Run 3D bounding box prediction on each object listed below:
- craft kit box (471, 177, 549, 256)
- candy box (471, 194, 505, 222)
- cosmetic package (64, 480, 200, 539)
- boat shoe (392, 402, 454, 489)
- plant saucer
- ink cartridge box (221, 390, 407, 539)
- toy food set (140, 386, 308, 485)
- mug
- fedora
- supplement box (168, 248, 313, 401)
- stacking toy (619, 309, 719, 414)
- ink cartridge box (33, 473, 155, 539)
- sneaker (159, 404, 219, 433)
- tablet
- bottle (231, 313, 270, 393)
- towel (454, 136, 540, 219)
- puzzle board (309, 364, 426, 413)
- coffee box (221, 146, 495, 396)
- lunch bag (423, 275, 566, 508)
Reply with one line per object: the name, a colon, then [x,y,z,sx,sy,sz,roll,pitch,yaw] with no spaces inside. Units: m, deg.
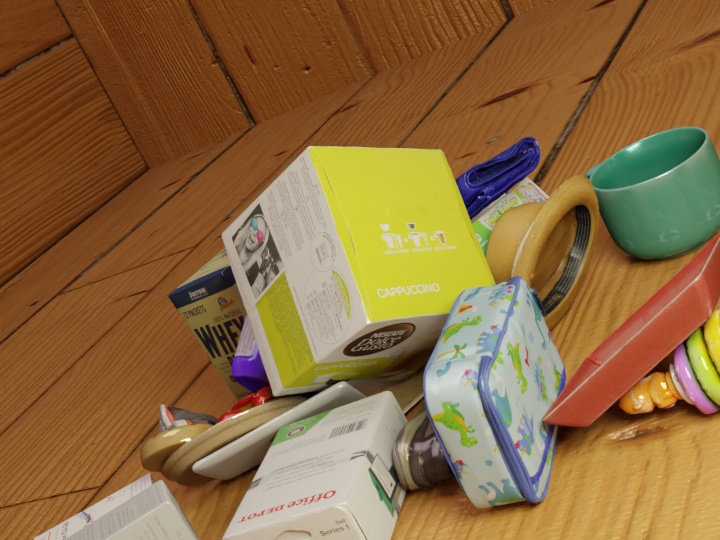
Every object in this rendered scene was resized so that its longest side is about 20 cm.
craft kit box: [0.130,-0.002,1.400,0.200,0.048,0.198,-39,-16,-46]
candy box: [0.108,-0.035,1.608,0.199,0.072,0.167,-37,3,-25]
cosmetic package: [-0.267,0.323,1.198,0.199,0.103,0.074,-33,17,-10]
boat shoe: [0.104,0.154,1.175,0.072,0.075,0.201,-1,36,31]
plant saucer: [0.269,0.060,1.058,0.200,0.037,0.200,-48,-9,26]
ink cartridge box: [-0.035,0.224,1.142,0.145,0.085,0.200,-21,19,24]
toy food set: [-0.149,0.193,1.326,0.198,0.049,0.198,-31,-19,7]
mug: [0.362,-0.089,1.364,0.150,0.115,0.185,-26,17,10]
fedora: [0.198,-0.021,1.288,0.081,0.203,0.200,22,46,32]
supplement box: [-0.111,0.050,1.532,0.133,0.201,0.200,-19,18,46]
stacking toy: [0.316,0.084,1.003,0.199,0.111,0.116,-32,4,29]
ink cartridge box: [-0.312,0.329,1.301,0.198,0.068,0.116,-30,17,-5]
sneaker: [-0.219,0.222,1.497,0.081,0.078,0.200,-2,4,-20]
tablet: [-0.088,0.187,1.298,0.198,0.014,0.130,-30,-19,4]
bottle: [-0.100,0.051,1.398,0.064,0.084,0.203,1,65,29]
towel: [0.123,-0.075,1.363,0.147,0.050,0.200,-30,-6,-40]
puzzle board: [0.019,0.147,1.396,0.150,0.018,0.199,-40,20,-28]
coffee box: [0.000,0.000,1.239,0.198,0.202,0.197,-4,-24,-40]
lunch bag: [0.135,0.115,1.071,0.081,0.162,0.201,-13,24,26]
